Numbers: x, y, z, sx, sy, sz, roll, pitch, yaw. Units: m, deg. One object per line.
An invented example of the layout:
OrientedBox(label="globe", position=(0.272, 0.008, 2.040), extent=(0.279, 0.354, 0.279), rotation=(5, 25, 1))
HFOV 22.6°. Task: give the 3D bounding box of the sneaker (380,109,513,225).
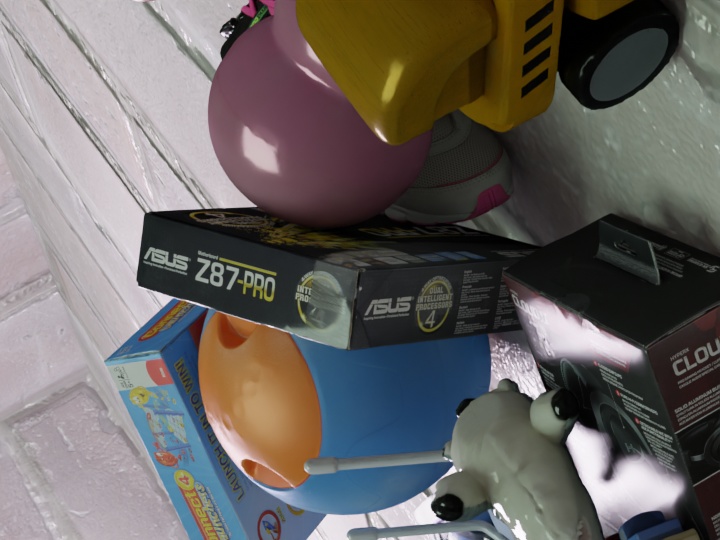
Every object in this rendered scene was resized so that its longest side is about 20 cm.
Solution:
OrientedBox(label="sneaker", position=(0.017, -0.104, 1.068), extent=(0.200, 0.081, 0.088), rotation=(45, 156, 36))

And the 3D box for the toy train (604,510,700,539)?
OrientedBox(label="toy train", position=(0.138, 0.156, 0.927), extent=(0.200, 0.034, 0.046), rotation=(108, 143, -73))

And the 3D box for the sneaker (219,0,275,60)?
OrientedBox(label="sneaker", position=(-0.050, -0.162, 1.177), extent=(0.074, 0.087, 0.200), rotation=(53, 163, 29))

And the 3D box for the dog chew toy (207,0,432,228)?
OrientedBox(label="dog chew toy", position=(0.000, -0.120, 0.956), extent=(0.125, 0.124, 0.200), rotation=(52, 126, 33))

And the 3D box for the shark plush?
OrientedBox(label="shark plush", position=(0.080, 0.111, 0.964), extent=(0.083, 0.091, 0.200), rotation=(47, 174, -12))

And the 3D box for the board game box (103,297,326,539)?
OrientedBox(label="board game box", position=(-0.078, 0.099, 1.350), extent=(0.056, 0.196, 0.201), rotation=(-9, 113, 35))

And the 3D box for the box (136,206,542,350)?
OrientedBox(label="box", position=(0.000, 0.000, 1.013), extent=(0.161, 0.200, 0.049), rotation=(18, 104, 39))

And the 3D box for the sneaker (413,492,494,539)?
OrientedBox(label="sneaker", position=(0.116, 0.206, 1.316), extent=(0.147, 0.080, 0.200), rotation=(52, 161, 7))

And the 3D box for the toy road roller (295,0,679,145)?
OrientedBox(label="toy road roller", position=(0.050, -0.139, 0.762), extent=(0.123, 0.146, 0.200), rotation=(53, 163, 28))

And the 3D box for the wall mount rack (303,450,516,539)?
OrientedBox(label="wall mount rack", position=(0.063, 0.165, 1.132), extent=(0.173, 0.075, 0.200), rotation=(32, 161, 28))

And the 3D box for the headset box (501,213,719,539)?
OrientedBox(label="headset box", position=(0.157, 0.069, 0.911), extent=(0.149, 0.077, 0.201), rotation=(30, 144, 64))

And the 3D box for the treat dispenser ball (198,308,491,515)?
OrientedBox(label="treat dispenser ball", position=(-0.011, 0.064, 1.229), extent=(0.201, 0.200, 0.201), rotation=(55, 164, 24))
